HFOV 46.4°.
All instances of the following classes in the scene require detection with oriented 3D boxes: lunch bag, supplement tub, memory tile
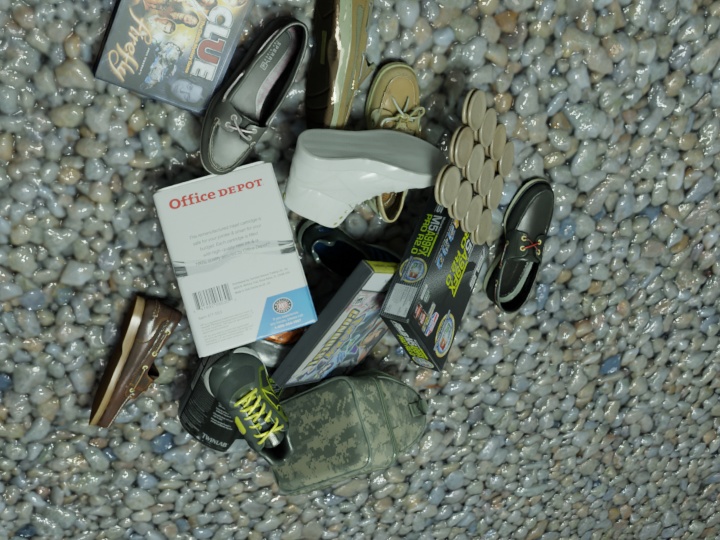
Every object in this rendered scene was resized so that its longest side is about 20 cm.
[{"bbox_3d":[-0.020,0.229,1.201,0.199,0.140,0.167,-28,159,34],"label":"lunch bag"},{"bbox_3d":[-0.158,0.135,1.137,0.122,0.123,0.201,18,113,-28],"label":"supplement tub"},{"bbox_3d":[0.148,-0.128,1.066,0.200,0.017,0.154,35,72,-61],"label":"memory tile"}]

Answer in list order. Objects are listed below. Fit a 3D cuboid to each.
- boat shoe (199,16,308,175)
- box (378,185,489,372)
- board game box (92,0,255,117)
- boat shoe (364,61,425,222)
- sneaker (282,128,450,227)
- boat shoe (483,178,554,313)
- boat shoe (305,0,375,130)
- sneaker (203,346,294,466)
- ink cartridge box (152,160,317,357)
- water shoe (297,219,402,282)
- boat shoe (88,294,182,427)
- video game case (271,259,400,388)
[{"bbox_3d":[-0.121,-0.199,0.951,0.067,0.057,0.201,29,87,-26],"label":"boat shoe"},{"bbox_3d":[0.103,0.010,1.111,0.201,0.044,0.160,-65,149,-21],"label":"box"},{"bbox_3d":[-0.196,-0.284,0.922,0.135,0.035,0.201,16,113,-28],"label":"board game box"},{"bbox_3d":[0.045,-0.161,1.068,0.073,0.063,0.201,-6,121,-16],"label":"boat shoe"},{"bbox_3d":[0.003,-0.108,1.025,0.199,0.074,0.116,4,139,-22],"label":"sneaker"},{"bbox_3d":[0.239,-0.033,1.220,0.073,0.063,0.203,7,116,-21],"label":"boat shoe"},{"bbox_3d":[-0.016,-0.239,0.999,0.076,0.072,0.201,-7,123,-30],"label":"boat shoe"},{"bbox_3d":[-0.124,0.169,1.030,0.074,0.085,0.200,-36,143,-11],"label":"sneaker"},{"bbox_3d":[-0.151,-0.013,1.016,0.145,0.086,0.201,-16,88,-9],"label":"ink cartridge box"},{"bbox_3d":[0.000,0.000,1.139,0.199,0.079,0.072,26,109,-32],"label":"water shoe"},{"bbox_3d":[-0.299,0.130,1.113,0.070,0.071,0.201,20,111,-24],"label":"boat shoe"},{"bbox_3d":[-0.007,0.070,1.109,0.200,0.026,0.180,-52,157,17],"label":"video game case"}]
